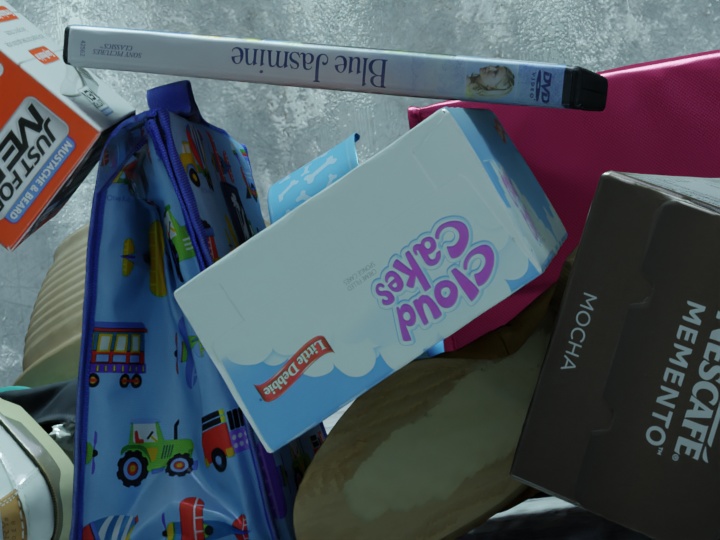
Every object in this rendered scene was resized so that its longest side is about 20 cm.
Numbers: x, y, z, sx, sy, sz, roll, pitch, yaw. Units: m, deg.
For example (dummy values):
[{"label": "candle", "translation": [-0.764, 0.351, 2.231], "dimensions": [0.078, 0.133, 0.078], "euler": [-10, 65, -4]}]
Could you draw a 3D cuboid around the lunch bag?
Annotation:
[{"label": "lunch bag", "translation": [-0.071, 0.022, 0.826], "dimensions": [0.093, 0.202, 0.151], "euler": [-8, -1, 10]}]

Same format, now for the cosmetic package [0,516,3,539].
[{"label": "cosmetic package", "translation": [-0.237, 0.043, 0.778], "dimensions": [0.122, 0.202, 0.199], "euler": [-8, -1, 11]}]

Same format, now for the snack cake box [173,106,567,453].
[{"label": "snack cake box", "translation": [0.013, -0.004, 0.749], "dimensions": [0.114, 0.068, 0.200], "euler": [-32, 0, 10]}]

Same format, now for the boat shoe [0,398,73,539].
[{"label": "boat shoe", "translation": [-0.218, 0.074, 0.948], "dimensions": [0.068, 0.075, 0.199], "euler": [-17, 37, -43]}]

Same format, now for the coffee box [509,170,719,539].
[{"label": "coffee box", "translation": [0.140, 0.029, 0.737], "dimensions": [0.079, 0.114, 0.200], "euler": [21, 11, 24]}]

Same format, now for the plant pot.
[{"label": "plant pot", "translation": [-0.111, 0.015, 1.115], "dimensions": [0.199, 0.093, 0.201], "euler": [-21, -10, -4]}]

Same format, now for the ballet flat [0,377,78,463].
[{"label": "ballet flat", "translation": [-0.147, 0.089, 0.978], "dimensions": [0.073, 0.074, 0.199], "euler": [-6, -7, -39]}]

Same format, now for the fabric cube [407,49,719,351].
[{"label": "fabric cube", "translation": [0.153, 0.001, 1.013], "dimensions": [0.197, 0.202, 0.196], "euler": [-10, -1, 14]}]

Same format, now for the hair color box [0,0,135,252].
[{"label": "hair color box", "translation": [-0.190, -0.100, 0.781], "dimensions": [0.064, 0.200, 0.111], "euler": [-51, 5, 7]}]

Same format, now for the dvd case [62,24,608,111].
[{"label": "dvd case", "translation": [-0.003, -0.080, 0.794], "dimensions": [0.198, 0.018, 0.143], "euler": [6, 5, 11]}]

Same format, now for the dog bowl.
[{"label": "dog bowl", "translation": [0.000, 0.000, 0.954], "dimensions": [0.049, 0.112, 0.200], "euler": [-19, -5, 6]}]

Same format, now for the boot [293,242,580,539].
[{"label": "boot", "translation": [0.051, 0.075, 0.805], "dimensions": [0.201, 0.071, 0.144], "euler": [-41, -20, -22]}]
